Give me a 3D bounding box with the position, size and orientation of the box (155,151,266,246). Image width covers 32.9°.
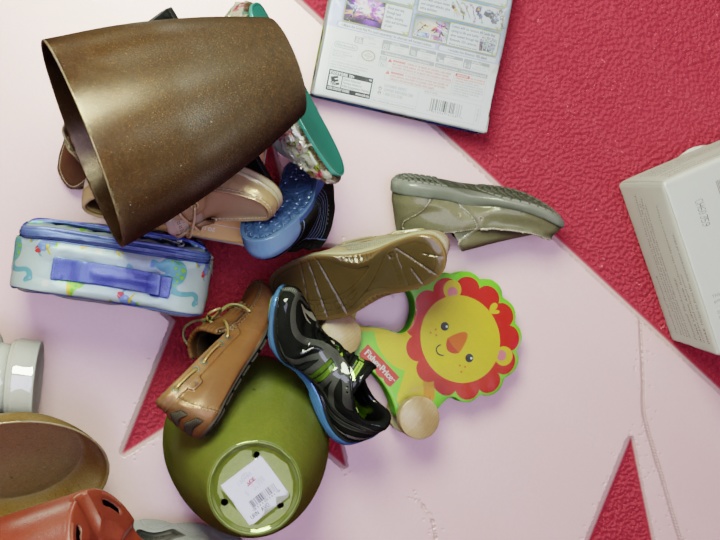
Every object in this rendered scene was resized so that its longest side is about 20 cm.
[{"bbox_3d":[-0.159,-0.136,1.275,0.122,0.097,0.203,8,93,-8],"label":"box"}]

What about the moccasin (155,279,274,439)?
[{"bbox_3d":[-0.144,0.077,1.225,0.077,0.074,0.202,35,49,-6],"label":"moccasin"}]

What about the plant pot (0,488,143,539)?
[{"bbox_3d":[-0.321,0.319,1.204,0.193,0.201,0.203,-24,97,15],"label":"plant pot"}]

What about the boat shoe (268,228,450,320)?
[{"bbox_3d":[0.000,0.000,1.287,0.197,0.065,0.073,-16,102,17],"label":"boat shoe"}]

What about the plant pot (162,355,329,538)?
[{"bbox_3d":[-0.112,0.196,1.251,0.184,0.200,0.190,-1,95,-8],"label":"plant pot"}]

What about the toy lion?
[{"bbox_3d":[0.073,0.071,1.346,0.200,0.069,0.192,45,80,-8],"label":"toy lion"}]

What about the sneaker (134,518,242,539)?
[{"bbox_3d":[-0.207,0.332,1.303,0.197,0.075,0.116,4,100,13],"label":"sneaker"}]

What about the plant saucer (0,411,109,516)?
[{"bbox_3d":[-0.359,0.203,1.256,0.197,0.036,0.202,-11,139,-10],"label":"plant saucer"}]

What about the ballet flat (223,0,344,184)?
[{"bbox_3d":[-0.084,-0.169,1.210,0.063,0.076,0.202,-25,95,24],"label":"ballet flat"}]

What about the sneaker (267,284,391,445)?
[{"bbox_3d":[-0.029,0.092,1.250,0.082,0.071,0.201,-15,118,32],"label":"sneaker"}]

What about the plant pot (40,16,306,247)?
[{"bbox_3d":[-0.154,-0.145,1.081,0.198,0.187,0.189,-22,97,-15],"label":"plant pot"}]

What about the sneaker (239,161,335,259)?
[{"bbox_3d":[-0.066,-0.047,1.250,0.069,0.200,0.079,-2,116,18],"label":"sneaker"}]

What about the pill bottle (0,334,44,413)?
[{"bbox_3d":[-0.429,0.106,1.246,0.197,0.113,0.115,5,93,-8],"label":"pill bottle"}]

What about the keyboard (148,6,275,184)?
[{"bbox_3d":[-0.141,-0.164,1.189,0.126,0.021,0.202,-26,99,33],"label":"keyboard"}]

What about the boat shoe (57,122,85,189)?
[{"bbox_3d":[-0.267,-0.144,1.221,0.076,0.200,0.072,51,45,7],"label":"boat shoe"}]

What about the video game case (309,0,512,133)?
[{"bbox_3d":[0.058,-0.259,1.323,0.197,0.045,0.184,11,94,-9],"label":"video game case"}]

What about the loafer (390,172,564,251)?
[{"bbox_3d":[0.125,-0.058,1.341,0.197,0.075,0.071,10,104,-4],"label":"loafer"}]

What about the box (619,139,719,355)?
[{"bbox_3d":[0.423,-0.041,1.347,0.196,0.131,0.203,-22,97,-6],"label":"box"}]

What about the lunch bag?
[{"bbox_3d":[-0.249,-0.003,1.239,0.197,0.161,0.084,8,92,-8],"label":"lunch bag"}]

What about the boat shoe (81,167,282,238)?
[{"bbox_3d":[-0.174,-0.065,1.173,0.197,0.074,0.070,8,58,12],"label":"boat shoe"}]
